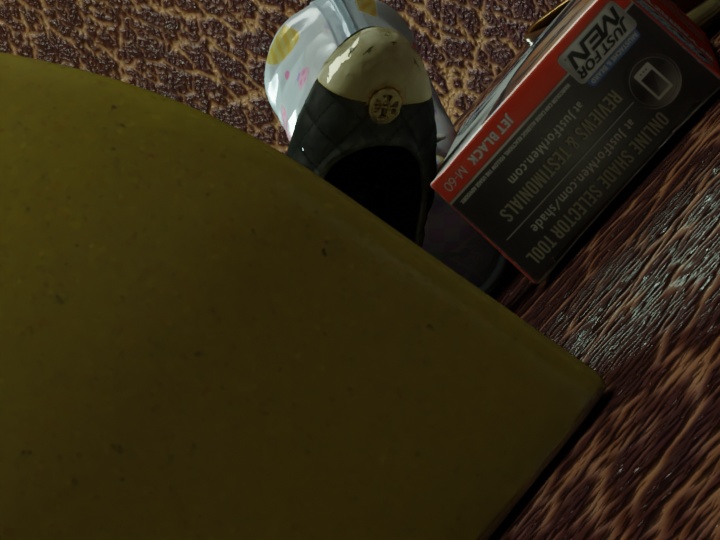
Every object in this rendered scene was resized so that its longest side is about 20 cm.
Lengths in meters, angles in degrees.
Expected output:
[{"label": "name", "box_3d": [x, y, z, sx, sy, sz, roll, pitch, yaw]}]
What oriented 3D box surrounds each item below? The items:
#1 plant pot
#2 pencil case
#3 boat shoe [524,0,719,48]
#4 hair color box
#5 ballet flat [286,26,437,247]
[{"label": "plant pot", "box_3d": [-0.086, 0.051, 0.687, 0.194, 0.200, 0.196, -49, 3, -16]}, {"label": "pencil case", "box_3d": [0.008, -0.057, 1.134, 0.083, 0.091, 0.200, -26, 33, 3]}, {"label": "boat shoe", "box_3d": [0.152, -0.150, 1.126, 0.200, 0.068, 0.072, -47, 3, 35]}, {"label": "hair color box", "box_3d": [0.094, -0.071, 1.013, 0.111, 0.064, 0.200, -48, 4, 12]}, {"label": "ballet flat", "box_3d": [0.000, 0.000, 0.969, 0.057, 0.066, 0.200, -134, 49, -64]}]
